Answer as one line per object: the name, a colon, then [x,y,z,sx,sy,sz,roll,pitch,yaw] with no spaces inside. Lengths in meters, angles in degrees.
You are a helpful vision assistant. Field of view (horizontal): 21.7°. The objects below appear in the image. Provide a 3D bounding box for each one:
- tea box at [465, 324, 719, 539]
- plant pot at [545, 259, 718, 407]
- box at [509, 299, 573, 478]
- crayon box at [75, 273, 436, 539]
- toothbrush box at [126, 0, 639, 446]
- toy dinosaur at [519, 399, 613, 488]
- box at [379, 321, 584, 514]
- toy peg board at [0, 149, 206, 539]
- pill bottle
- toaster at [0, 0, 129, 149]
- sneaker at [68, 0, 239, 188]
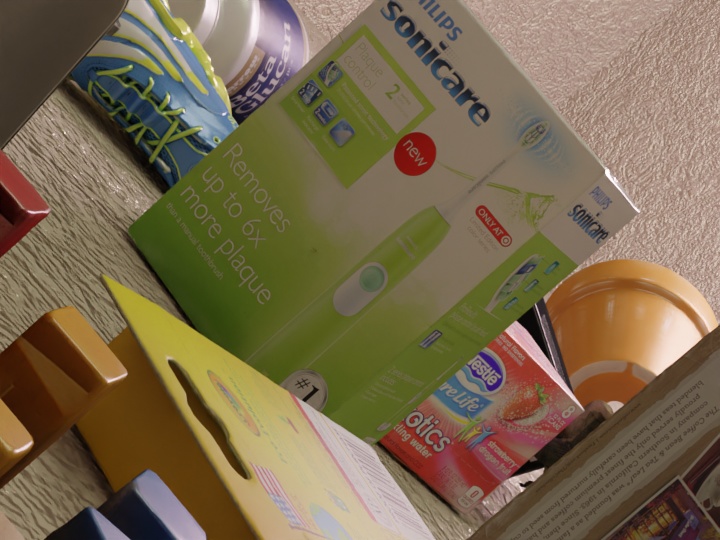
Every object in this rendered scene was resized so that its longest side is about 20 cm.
tea box: [0.188,0.170,0.980,0.197,0.200,0.134,43,9,-45]
plant pot: [0.269,0.113,1.926,0.200,0.200,0.183,48,22,-8]
box: [0.097,0.040,1.346,0.141,0.078,0.201,-11,83,-80]
crayon box: [-0.029,0.091,0.665,0.127,0.051,0.200,54,8,35]
toothbrush box: [0.011,-0.025,0.917,0.146,0.200,0.086,52,7,21]
toy dinosaur: [0.122,0.107,1.206,0.088,0.047,0.200,44,-24,18]
box: [0.028,0.038,1.100,0.200,0.103,0.095,43,9,-37]
toy peg board: [-0.102,0.023,0.380,0.199,0.098,0.200,49,7,1]
pill bottle: [-0.111,-0.162,1.263,0.111,0.111,0.200,50,8,13]
toaster: [-0.187,-0.157,0.732,0.200,0.119,0.181,46,7,-26]
sneaker: [-0.112,-0.101,1.078,0.105,0.076,0.200,54,7,29]
